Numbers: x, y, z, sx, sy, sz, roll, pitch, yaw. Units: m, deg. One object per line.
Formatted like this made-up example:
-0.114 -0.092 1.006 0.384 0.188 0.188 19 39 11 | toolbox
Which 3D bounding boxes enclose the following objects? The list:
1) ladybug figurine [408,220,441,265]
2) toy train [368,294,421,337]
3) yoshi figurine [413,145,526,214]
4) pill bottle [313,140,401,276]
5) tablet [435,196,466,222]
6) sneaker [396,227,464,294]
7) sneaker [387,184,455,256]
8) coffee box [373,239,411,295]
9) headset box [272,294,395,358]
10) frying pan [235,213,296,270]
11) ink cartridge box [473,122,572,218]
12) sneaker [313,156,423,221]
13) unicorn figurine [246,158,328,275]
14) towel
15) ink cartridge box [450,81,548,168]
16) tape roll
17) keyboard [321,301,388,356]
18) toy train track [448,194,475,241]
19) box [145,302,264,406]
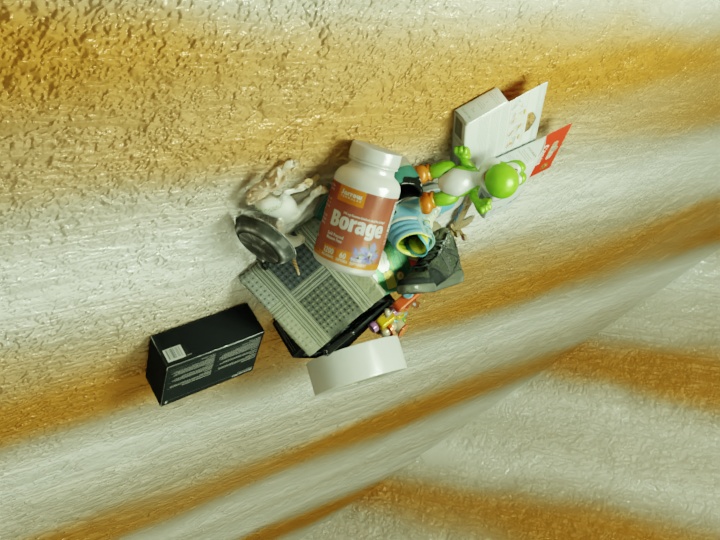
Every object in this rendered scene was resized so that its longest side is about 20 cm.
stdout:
0.119 -0.028 1.727 0.135 0.072 0.200 -26 159 -13 | ladybug figurine
0.092 0.088 1.751 0.150 0.056 0.200 -41 170 3 | toy train
0.198 -0.158 1.492 0.197 0.113 0.113 -9 146 8 | yoshi figurine
-0.001 -0.101 1.360 0.112 0.112 0.202 -1 111 -51 | pill bottle
0.150 -0.125 1.693 0.199 0.014 0.130 -37 156 7 | tablet
0.125 -0.016 1.584 0.076 0.116 0.199 -4 -171 40 | sneaker
0.122 -0.086 1.574 0.198 0.131 0.080 -18 143 -27 | sneaker
0.000 0.000 1.592 0.198 0.124 0.044 -20 -178 -26 | coffee box
-0.048 0.081 1.720 0.200 0.093 0.173 -45 155 21 | headset box
-0.172 -0.041 1.370 0.031 0.115 0.190 -58 -163 -24 | frying pan
0.330 -0.195 1.661 0.198 0.057 0.163 -22 158 -16 | ink cartridge box
0.018 -0.124 1.444 0.199 0.080 0.072 -28 155 -14 | sneaker
-0.117 -0.101 1.347 0.137 0.074 0.200 -39 139 11 | unicorn figurine
-0.085 0.029 1.502 0.192 0.200 0.035 -39 -167 9 | towel
0.249 -0.259 1.538 0.172 0.044 0.201 -30 156 -11 | ink cartridge box
-0.008 0.195 1.713 0.200 0.072 0.203 -17 171 -3 | tape roll
-0.021 0.117 1.607 0.127 0.021 0.200 -42 176 25 | keyboard
0.217 -0.102 1.779 0.114 0.033 0.201 -27 158 -24 | toy train track
-0.292 0.157 1.569 0.198 0.079 0.142 -19 148 -31 | box
